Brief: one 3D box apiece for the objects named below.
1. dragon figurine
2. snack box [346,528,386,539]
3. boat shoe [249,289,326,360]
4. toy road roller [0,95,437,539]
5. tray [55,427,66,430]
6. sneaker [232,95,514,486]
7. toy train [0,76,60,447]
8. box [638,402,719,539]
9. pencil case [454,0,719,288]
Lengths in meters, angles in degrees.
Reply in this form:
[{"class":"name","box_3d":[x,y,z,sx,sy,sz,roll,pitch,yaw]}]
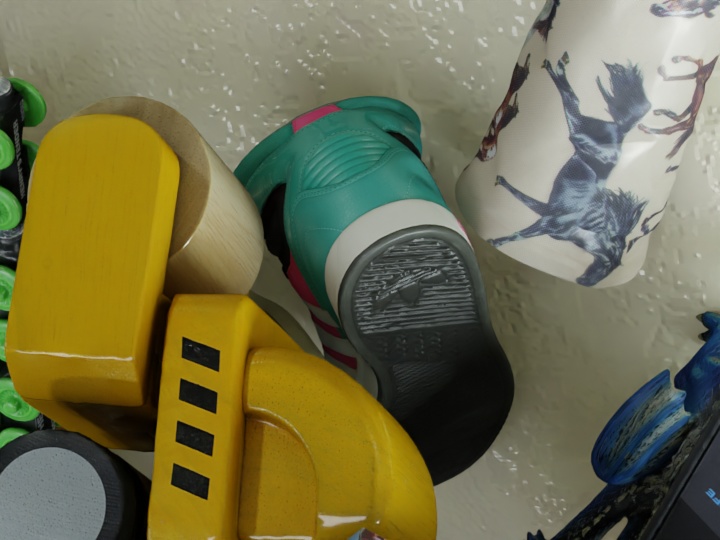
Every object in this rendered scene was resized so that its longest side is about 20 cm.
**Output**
[{"class":"dragon figurine","box_3d":[0.128,0.065,1.096,0.059,0.099,0.200,39,125,7]},{"class":"snack box","box_3d":[0.030,0.192,0.987,0.200,0.068,0.169,31,133,-19]},{"class":"boat shoe","box_3d":[-0.063,0.042,1.151,0.200,0.068,0.075,44,153,47]},{"class":"toy road roller","box_3d":[-0.046,0.044,1.032,0.146,0.123,0.200,1,75,13]},{"class":"tray","box_3d":[-0.187,0.016,1.204,0.099,0.037,0.200,-25,135,7]},{"class":"sneaker","box_3d":[0.000,0.000,1.149,0.200,0.084,0.121,83,164,-56]},{"class":"toy train","box_3d":[-0.150,0.001,1.141,0.056,0.042,0.200,14,133,15]},{"class":"box","box_3d":[0.165,0.176,1.018,0.200,0.050,0.199,46,123,30]},{"class":"pencil case","box_3d":[0.095,-0.088,1.056,0.078,0.089,0.200,12,123,-9]}]
